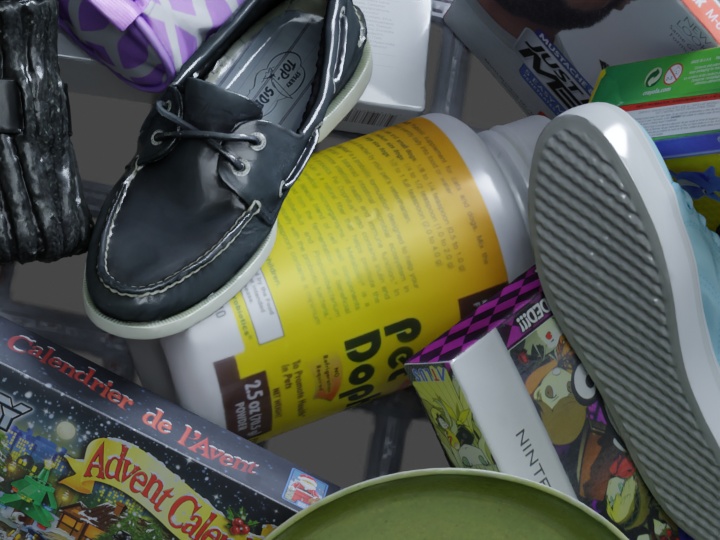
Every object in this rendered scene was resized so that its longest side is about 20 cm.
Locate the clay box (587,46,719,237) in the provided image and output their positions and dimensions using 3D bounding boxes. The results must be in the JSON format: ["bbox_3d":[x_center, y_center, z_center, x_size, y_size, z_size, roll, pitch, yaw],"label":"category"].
[{"bbox_3d":[0.194,-0.018,0.986,0.200,0.115,0.048,36,67,-29],"label":"clay box"}]

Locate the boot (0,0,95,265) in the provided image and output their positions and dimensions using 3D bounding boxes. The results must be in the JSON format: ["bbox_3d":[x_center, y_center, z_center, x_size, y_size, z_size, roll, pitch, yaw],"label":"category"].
[{"bbox_3d":[-0.198,-0.081,1.016,0.079,0.211,0.158,-14,106,-42],"label":"boot"}]

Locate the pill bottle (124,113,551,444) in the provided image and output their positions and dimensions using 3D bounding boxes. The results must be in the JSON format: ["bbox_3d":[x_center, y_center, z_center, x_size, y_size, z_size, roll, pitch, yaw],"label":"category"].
[{"bbox_3d":[0.000,0.000,1.040,0.200,0.109,0.109,-20,79,-15],"label":"pill bottle"}]

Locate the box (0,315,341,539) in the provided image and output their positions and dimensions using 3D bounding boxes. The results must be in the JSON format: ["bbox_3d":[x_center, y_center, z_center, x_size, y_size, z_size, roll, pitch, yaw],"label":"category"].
[{"bbox_3d":[-0.127,0.105,0.985,0.200,0.038,0.137,27,113,-2],"label":"box"}]

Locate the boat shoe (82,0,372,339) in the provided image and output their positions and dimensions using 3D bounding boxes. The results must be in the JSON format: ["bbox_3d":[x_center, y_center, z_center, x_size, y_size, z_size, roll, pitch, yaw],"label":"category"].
[{"bbox_3d":[-0.053,-0.058,0.977,0.074,0.066,0.199,23,51,22],"label":"boat shoe"}]

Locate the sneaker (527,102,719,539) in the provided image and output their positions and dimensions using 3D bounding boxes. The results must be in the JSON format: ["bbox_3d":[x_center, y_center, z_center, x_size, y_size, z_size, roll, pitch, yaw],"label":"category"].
[{"bbox_3d":[0.130,0.011,0.968,0.082,0.074,0.200,-41,121,-34],"label":"sneaker"}]

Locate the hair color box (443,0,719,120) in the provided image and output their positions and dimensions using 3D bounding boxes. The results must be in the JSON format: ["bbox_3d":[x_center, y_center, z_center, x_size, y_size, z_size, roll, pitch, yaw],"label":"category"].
[{"bbox_3d":[0.111,-0.119,1.046,0.064,0.200,0.111,-38,84,-18],"label":"hair color box"}]

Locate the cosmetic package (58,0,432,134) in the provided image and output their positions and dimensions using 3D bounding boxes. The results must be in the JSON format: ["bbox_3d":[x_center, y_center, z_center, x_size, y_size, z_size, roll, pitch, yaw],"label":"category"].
[{"bbox_3d":[-0.065,-0.149,1.100,0.200,0.052,0.151,8,76,-8],"label":"cosmetic package"}]

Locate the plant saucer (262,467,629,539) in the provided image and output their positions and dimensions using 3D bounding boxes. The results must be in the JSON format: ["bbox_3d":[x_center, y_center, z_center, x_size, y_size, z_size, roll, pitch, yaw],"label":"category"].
[{"bbox_3d":[0.029,0.166,0.955,0.200,0.031,0.200,-2,107,-5],"label":"plant saucer"}]

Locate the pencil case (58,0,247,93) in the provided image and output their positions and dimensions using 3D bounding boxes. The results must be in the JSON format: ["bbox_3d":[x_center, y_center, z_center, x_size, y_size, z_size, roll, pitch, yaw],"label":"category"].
[{"bbox_3d":[-0.052,-0.168,1.037,0.084,0.085,0.200,41,73,-13],"label":"pencil case"}]

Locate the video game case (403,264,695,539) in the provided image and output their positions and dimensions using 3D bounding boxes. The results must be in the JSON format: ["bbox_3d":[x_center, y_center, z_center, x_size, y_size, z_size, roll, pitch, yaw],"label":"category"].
[{"bbox_3d":[0.129,0.065,1.026,0.200,0.036,0.182,-35,109,-33],"label":"video game case"}]
